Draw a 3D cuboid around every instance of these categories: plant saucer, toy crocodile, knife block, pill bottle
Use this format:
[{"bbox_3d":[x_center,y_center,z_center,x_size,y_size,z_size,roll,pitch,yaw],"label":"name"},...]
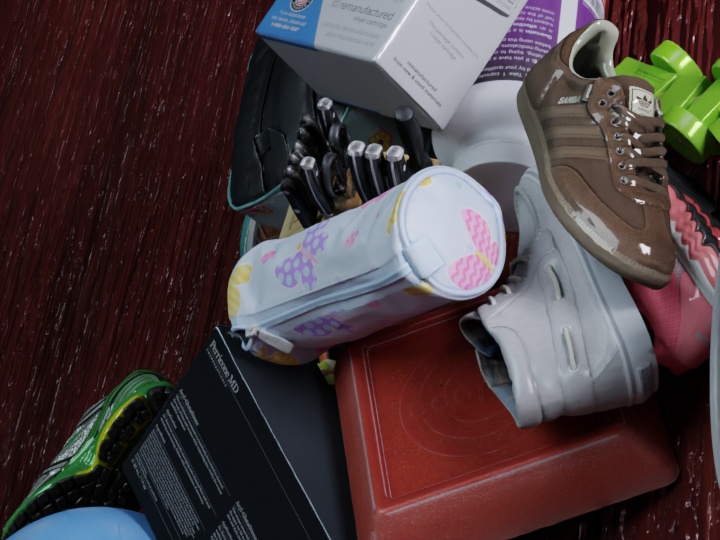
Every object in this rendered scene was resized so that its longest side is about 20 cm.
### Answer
[{"bbox_3d":[0.079,0.080,1.343,0.198,0.037,0.201,-19,38,8],"label":"plant saucer"},{"bbox_3d":[0.209,-0.100,1.389,0.068,0.062,0.200,-45,25,-9],"label":"toy crocodile"},{"bbox_3d":[0.029,-0.033,1.432,0.175,0.199,0.064,-26,41,53],"label":"knife block"},{"bbox_3d":[0.109,-0.129,1.508,0.112,0.112,0.201,-29,40,41],"label":"pill bottle"}]

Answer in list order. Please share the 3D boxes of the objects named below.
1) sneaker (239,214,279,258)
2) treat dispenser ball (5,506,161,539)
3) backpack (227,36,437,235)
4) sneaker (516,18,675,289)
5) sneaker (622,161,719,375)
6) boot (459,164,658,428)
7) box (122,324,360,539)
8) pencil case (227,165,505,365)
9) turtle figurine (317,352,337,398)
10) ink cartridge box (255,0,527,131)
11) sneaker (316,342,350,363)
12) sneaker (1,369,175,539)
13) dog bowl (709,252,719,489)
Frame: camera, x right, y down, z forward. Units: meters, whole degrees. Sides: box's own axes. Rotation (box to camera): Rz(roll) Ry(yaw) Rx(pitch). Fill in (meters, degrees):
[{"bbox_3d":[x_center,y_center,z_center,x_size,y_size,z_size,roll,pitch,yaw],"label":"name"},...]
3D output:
[{"bbox_3d":[-0.058,-0.067,1.758,0.080,0.071,0.201,-25,37,51],"label":"sneaker"},{"bbox_3d":[-0.179,0.263,1.483,0.201,0.200,0.202,-37,35,32],"label":"treat dispenser ball"},{"bbox_3d":[-0.009,-0.109,1.628,0.175,0.153,0.201,-29,32,40],"label":"backpack"},{"bbox_3d":[0.147,-0.076,1.294,0.076,0.070,0.201,-54,36,27],"label":"sneaker"},{"bbox_3d":[0.177,-0.012,1.333,0.087,0.074,0.200,-49,30,17],"label":"sneaker"},{"bbox_3d":[0.103,0.012,1.312,0.095,0.074,0.201,-15,40,-6],"label":"boot"},{"bbox_3d":[-0.060,0.156,1.412,0.141,0.078,0.201,-56,49,32],"label":"box"},{"bbox_3d":[0.000,0.000,1.345,0.199,0.090,0.084,-23,87,49],"label":"pencil case"},{"bbox_3d":[0.018,0.121,1.435,0.199,0.064,0.162,25,96,34],"label":"turtle figurine"},{"bbox_3d":[0.043,-0.209,1.481,0.144,0.084,0.201,20,72,51],"label":"ink cartridge box"},{"bbox_3d":[-0.059,0.065,1.605,0.200,0.074,0.087,-42,31,26],"label":"sneaker"},{"bbox_3d":[-0.216,0.166,1.777,0.200,0.078,0.085,-46,23,3],"label":"sneaker"},{"bbox_3d":[0.223,0.040,1.123,0.200,0.058,0.202,-176,90,-89],"label":"dog bowl"}]
